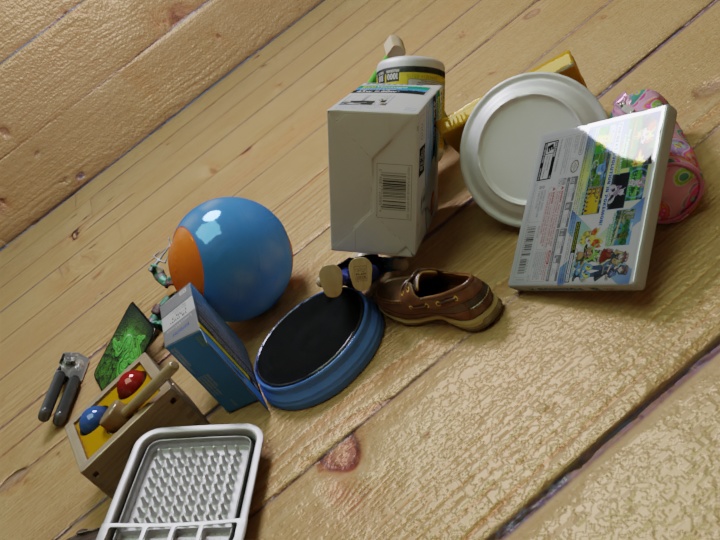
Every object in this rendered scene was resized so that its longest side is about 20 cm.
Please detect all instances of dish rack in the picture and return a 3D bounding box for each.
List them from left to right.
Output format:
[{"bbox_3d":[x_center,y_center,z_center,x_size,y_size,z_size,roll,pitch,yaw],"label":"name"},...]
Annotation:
[{"bbox_3d":[-0.204,0.270,0.873,0.170,0.044,0.200,-5,35,7],"label":"dish rack"}]

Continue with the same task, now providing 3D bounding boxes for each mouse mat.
[{"bbox_3d":[-0.430,0.149,1.334,0.200,0.008,0.162,24,86,58],"label":"mouse mat"}]

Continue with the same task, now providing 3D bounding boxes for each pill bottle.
[{"bbox_3d":[0.080,-0.234,1.191,0.112,0.202,0.112,1,2,0],"label":"pill bottle"}]

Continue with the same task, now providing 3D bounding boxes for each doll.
[{"bbox_3d":[0.000,0.000,1.030,0.136,0.049,0.200,-12,4,7],"label":"doll"}]

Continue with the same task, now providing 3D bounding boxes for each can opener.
[{"bbox_3d":[-0.566,0.228,1.402,0.067,0.053,0.200,-61,19,26],"label":"can opener"}]

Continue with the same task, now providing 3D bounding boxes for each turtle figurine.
[{"bbox_3d":[-0.354,0.024,1.400,0.150,0.100,0.201,-26,42,56],"label":"turtle figurine"}]

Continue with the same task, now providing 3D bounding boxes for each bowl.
[{"bbox_3d":[-0.062,0.101,1.018,0.200,0.039,0.201,-28,30,17],"label":"bowl"}]

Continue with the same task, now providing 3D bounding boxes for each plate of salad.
[{"bbox_3d":[0.227,-0.155,0.961,0.199,0.201,0.048,-21,-7,27],"label":"plate of salad"}]

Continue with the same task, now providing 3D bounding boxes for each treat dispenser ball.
[{"bbox_3d":[-0.208,-0.018,1.190,0.200,0.201,0.201,-27,29,17],"label":"treat dispenser ball"}]

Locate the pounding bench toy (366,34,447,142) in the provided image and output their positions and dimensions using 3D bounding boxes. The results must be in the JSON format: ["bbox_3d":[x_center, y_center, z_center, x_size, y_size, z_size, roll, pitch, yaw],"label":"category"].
[{"bbox_3d":[0.048,-0.300,1.327,0.155,0.200,0.125,-27,30,16],"label":"pounding bench toy"}]

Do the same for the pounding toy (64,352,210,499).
[{"bbox_3d":[-0.307,0.206,1.025,0.184,0.142,0.200,-44,29,-13],"label":"pounding toy"}]

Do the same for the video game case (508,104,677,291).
[{"bbox_3d":[0.256,-0.075,0.830,0.182,0.022,0.201,-3,69,58],"label":"video game case"}]

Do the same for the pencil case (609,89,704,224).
[{"bbox_3d":[0.345,-0.141,0.875,0.087,0.088,0.201,-22,33,25],"label":"pencil case"}]

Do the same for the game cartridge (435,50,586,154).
[{"bbox_3d":[0.227,-0.220,1.055,0.199,0.176,0.033,-24,69,21],"label":"game cartridge"}]

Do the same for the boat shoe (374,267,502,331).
[{"bbox_3d":[0.087,0.025,0.934,0.199,0.068,0.072,3,47,51],"label":"boat shoe"}]

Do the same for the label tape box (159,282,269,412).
[{"bbox_3d":[-0.212,0.121,1.043,0.063,0.144,0.200,-37,28,-1],"label":"label tape box"}]

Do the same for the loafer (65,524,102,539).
[{"bbox_3d":[-0.335,0.345,0.920,0.199,0.073,0.071,-25,30,20],"label":"loafer"}]

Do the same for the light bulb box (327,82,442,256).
[{"bbox_3d":[0.039,-0.150,1.041,0.124,0.199,0.200,6,26,14],"label":"light bulb box"}]
